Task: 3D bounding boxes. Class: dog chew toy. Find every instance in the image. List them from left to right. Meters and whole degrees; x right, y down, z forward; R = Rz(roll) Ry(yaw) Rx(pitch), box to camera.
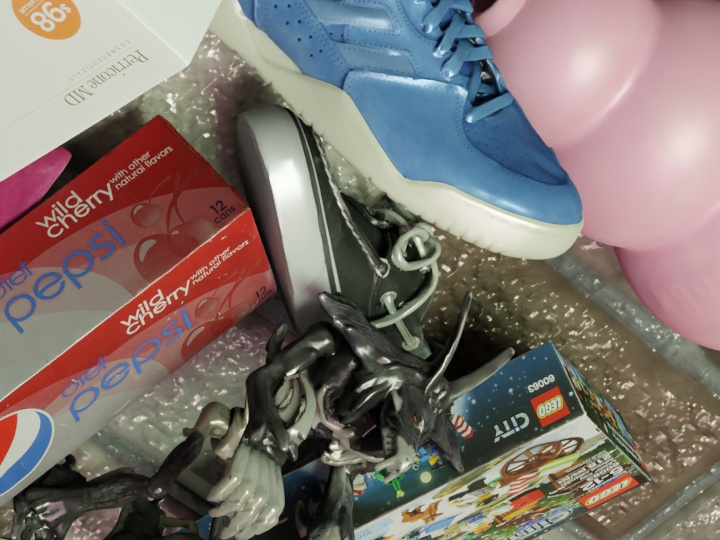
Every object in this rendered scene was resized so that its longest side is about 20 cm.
[{"bbox_3d":[0.124,-0.054,1.119,0.200,0.125,0.125,35,113,-24],"label":"dog chew toy"}]

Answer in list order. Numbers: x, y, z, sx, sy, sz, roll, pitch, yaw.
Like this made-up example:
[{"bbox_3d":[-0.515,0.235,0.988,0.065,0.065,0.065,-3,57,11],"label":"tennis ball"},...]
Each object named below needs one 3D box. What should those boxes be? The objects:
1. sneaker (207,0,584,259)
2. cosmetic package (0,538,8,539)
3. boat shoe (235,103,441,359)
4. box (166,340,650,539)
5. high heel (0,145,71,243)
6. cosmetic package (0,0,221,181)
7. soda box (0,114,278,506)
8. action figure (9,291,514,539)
[{"bbox_3d":[0.022,-0.101,1.037,0.200,0.077,0.111,42,113,13],"label":"sneaker"},{"bbox_3d":[-0.164,0.166,1.264,0.200,0.051,0.083,15,122,-23],"label":"cosmetic package"},{"bbox_3d":[0.001,0.002,1.161,0.068,0.074,0.200,-22,131,-4],"label":"boat shoe"},{"bbox_3d":[0.018,0.106,1.227,0.200,0.038,0.137,-28,158,9],"label":"box"},{"bbox_3d":[-0.175,0.027,1.145,0.096,0.067,0.201,8,113,-5],"label":"high heel"},{"bbox_3d":[-0.164,-0.097,0.970,0.151,0.052,0.200,40,139,-23],"label":"cosmetic package"},{"bbox_3d":[-0.131,0.032,1.105,0.200,0.063,0.070,-38,151,-13],"label":"soda box"},{"bbox_3d":[-0.031,0.084,1.116,0.200,0.102,0.119,-25,135,19],"label":"action figure"}]
